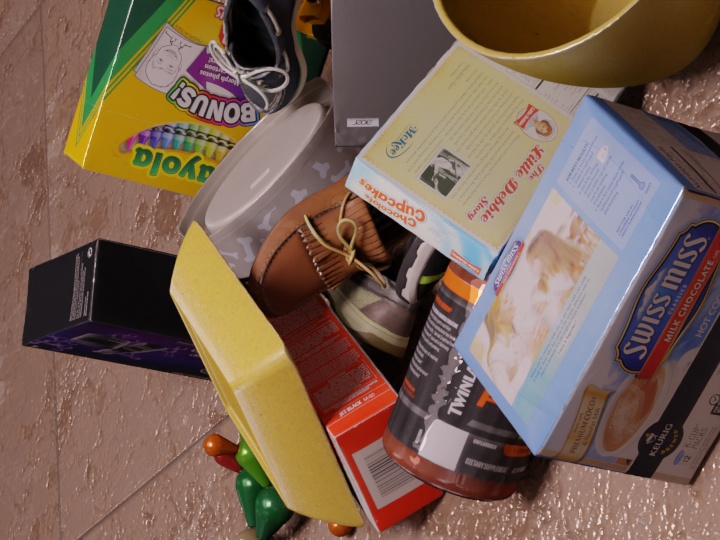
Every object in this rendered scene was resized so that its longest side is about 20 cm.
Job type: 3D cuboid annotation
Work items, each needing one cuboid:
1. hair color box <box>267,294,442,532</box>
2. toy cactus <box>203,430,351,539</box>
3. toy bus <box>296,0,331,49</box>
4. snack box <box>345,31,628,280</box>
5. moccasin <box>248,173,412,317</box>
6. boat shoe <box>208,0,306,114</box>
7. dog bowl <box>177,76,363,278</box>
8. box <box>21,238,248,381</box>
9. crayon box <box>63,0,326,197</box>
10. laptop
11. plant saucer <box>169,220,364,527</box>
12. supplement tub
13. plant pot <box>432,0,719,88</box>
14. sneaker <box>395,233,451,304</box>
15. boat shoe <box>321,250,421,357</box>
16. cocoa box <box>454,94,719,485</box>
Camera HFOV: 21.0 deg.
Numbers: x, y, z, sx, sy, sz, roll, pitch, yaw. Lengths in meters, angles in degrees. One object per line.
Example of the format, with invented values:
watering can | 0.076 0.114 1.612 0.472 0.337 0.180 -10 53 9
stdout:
hair color box | -0.017 0.100 1.524 0.064 0.111 0.200 -29 37 -7
toy cactus | -0.085 0.217 1.627 0.200 0.102 0.165 55 135 40
toy bus | 0.012 -0.292 1.626 0.200 0.136 0.193 11 68 47
snack box | 0.091 -0.097 1.336 0.200 0.116 0.037 -50 -9 -33
moccasin | 0.000 -0.030 1.511 0.078 0.201 0.074 26 142 55
boat shoe | -0.083 -0.186 1.603 0.062 0.075 0.200 -53 -10 -27
dog bowl | -0.068 -0.076 1.652 0.200 0.059 0.200 -42 18 17
box | -0.179 0.039 1.722 0.141 0.199 0.079 -15 67 55
crayon box | -0.146 -0.156 1.741 0.058 0.199 0.173 28 103 57
laptop | 0.068 -0.200 1.480 0.104 0.176 0.201 85 -174 -46
plant saucer | -0.082 0.089 1.503 0.200 0.048 0.200 51 166 50
supplement tub | 0.095 0.055 1.375 0.107 0.107 0.201 38 112 55
plant pot | 0.166 -0.201 1.300 0.199 0.142 0.201 -17 59 31
sneaker | 0.094 -0.041 1.432 0.200 0.083 0.072 -59 5 33
boat shoe | -0.001 0.000 1.587 0.066 0.072 0.201 -54 33 10
cocoa box | 0.175 0.014 1.240 0.201 0.131 0.133 -63 34 20
